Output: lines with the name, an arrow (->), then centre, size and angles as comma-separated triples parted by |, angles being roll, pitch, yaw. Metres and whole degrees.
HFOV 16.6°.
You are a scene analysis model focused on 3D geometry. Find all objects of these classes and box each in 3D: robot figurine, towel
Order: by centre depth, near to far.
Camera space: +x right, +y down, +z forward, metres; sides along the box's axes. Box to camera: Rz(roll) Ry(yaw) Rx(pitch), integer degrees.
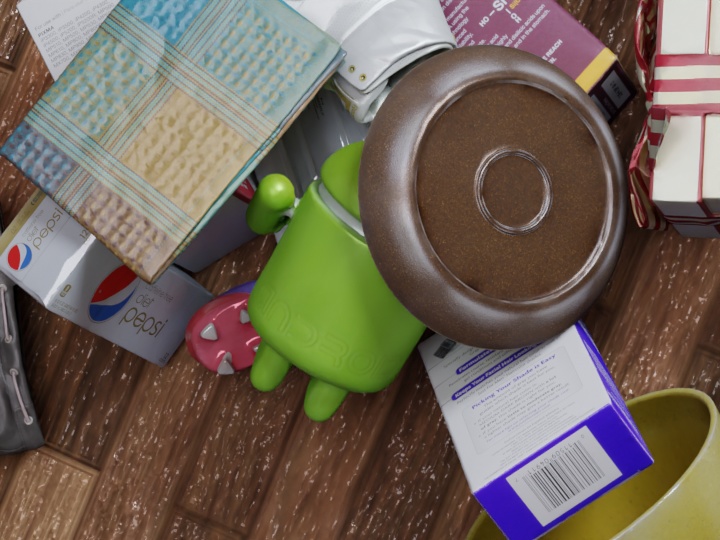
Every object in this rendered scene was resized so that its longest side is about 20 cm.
towel -> -0.124, -0.110, 1.622 | 0.147, 0.022, 0.200 | 40, 91, 14
robot figurine -> 0.000, 0.000, 1.659 | 0.175, 0.116, 0.201 | 29, 108, -3

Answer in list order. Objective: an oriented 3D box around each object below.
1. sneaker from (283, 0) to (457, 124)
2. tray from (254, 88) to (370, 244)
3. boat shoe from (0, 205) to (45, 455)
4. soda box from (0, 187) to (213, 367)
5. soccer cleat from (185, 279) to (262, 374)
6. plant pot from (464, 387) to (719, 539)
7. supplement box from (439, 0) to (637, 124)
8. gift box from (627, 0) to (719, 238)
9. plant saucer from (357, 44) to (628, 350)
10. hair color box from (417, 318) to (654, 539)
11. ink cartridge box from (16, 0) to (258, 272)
sneaker -> -0.036, -0.142, 1.648 | 0.199, 0.074, 0.116 | -23, 64, 3
tray -> -0.037, -0.118, 1.773 | 0.107, 0.022, 0.201 | -13, 77, -24
boat shoe -> -0.261, 0.037, 1.824 | 0.057, 0.067, 0.201 | -1, 87, -2
soda box -> -0.179, 0.005, 1.728 | 0.064, 0.200, 0.068 | 37, 90, 23
soccer cleat -> -0.032, 0.015, 1.767 | 0.199, 0.076, 0.067 | -24, 110, -4
plant pot -> 0.186, 0.196, 1.631 | 0.200, 0.200, 0.142 | -34, 104, 8
supplement box -> 0.089, -0.170, 1.732 | 0.200, 0.110, 0.086 | 43, 93, 16
gift box -> 0.271, -0.120, 1.637 | 0.186, 0.200, 0.186 | 1, 78, 16
plant saucer -> 0.094, -0.050, 1.605 | 0.199, 0.032, 0.201 | 3, 84, -23
hair color box -> 0.114, 0.088, 1.651 | 0.109, 0.200, 0.065 | -34, 119, 8
ink cartridge box -> -0.148, -0.112, 1.767 | 0.083, 0.147, 0.201 | -30, 77, 8
